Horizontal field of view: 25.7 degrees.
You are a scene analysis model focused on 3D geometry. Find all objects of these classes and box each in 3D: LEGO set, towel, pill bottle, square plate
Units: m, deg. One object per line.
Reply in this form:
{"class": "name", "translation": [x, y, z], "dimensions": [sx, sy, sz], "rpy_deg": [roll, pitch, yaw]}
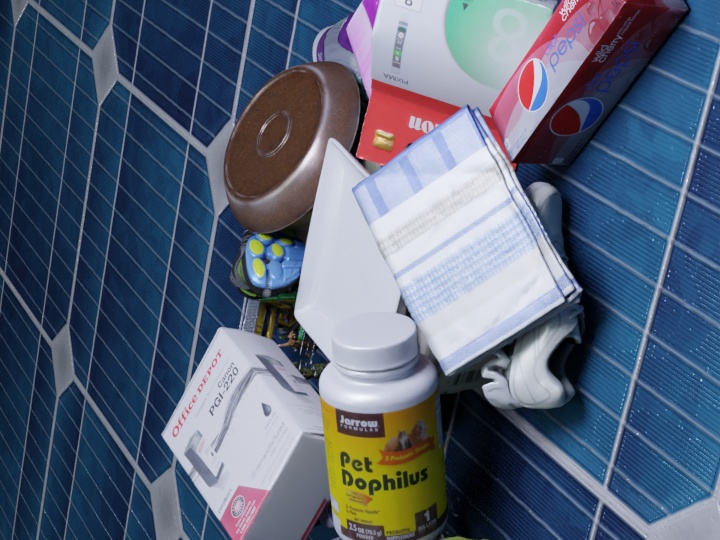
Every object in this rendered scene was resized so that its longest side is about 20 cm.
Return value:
{"class": "LEGO set", "translation": [-0.063, 0.112, 1.771], "dimensions": [0.153, 0.115, 0.203], "rpy_deg": [-14, 64, 40]}
{"class": "towel", "translation": [0.090, -0.025, 1.379], "dimensions": [0.146, 0.024, 0.202], "rpy_deg": [-34, 72, 20]}
{"class": "pill bottle", "translation": [0.020, 0.145, 1.426], "dimensions": [0.109, 0.108, 0.202], "rpy_deg": [32, 133, 57]}
{"class": "square plate", "translation": [0.000, 0.000, 1.528], "dimensions": [0.200, 0.028, 0.200], "rpy_deg": [46, 130, 53]}

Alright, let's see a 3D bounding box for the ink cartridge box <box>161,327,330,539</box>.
{"class": "ink cartridge box", "translation": [-0.107, 0.175, 1.634], "dimensions": [0.147, 0.084, 0.200], "rpy_deg": [-60, 40, 14]}

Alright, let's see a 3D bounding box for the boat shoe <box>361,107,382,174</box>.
{"class": "boat shoe", "translation": [0.037, -0.075, 1.617], "dimensions": [0.074, 0.062, 0.204], "rpy_deg": [116, 149, -70]}

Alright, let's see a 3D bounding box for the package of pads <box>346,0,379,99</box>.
{"class": "package of pads", "translation": [0.062, -0.256, 1.559], "dimensions": [0.200, 0.075, 0.122], "rpy_deg": [-54, 47, 46]}

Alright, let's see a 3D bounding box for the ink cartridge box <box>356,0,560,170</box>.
{"class": "ink cartridge box", "translation": [0.082, -0.172, 1.455], "dimensions": [0.159, 0.050, 0.202], "rpy_deg": [19, 109, 13]}

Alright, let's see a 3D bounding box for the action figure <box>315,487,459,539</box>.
{"class": "action figure", "translation": [0.025, 0.241, 1.575], "dimensions": [0.199, 0.069, 0.132], "rpy_deg": [-20, 89, 43]}

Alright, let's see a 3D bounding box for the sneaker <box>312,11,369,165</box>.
{"class": "sneaker", "translation": [-0.005, -0.185, 1.684], "dimensions": [0.087, 0.074, 0.202], "rpy_deg": [-35, 58, 49]}

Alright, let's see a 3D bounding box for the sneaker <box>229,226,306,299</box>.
{"class": "sneaker", "translation": [-0.099, -0.002, 1.695], "dimensions": [0.200, 0.070, 0.084], "rpy_deg": [-117, 44, -75]}

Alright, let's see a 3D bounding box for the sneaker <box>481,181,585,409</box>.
{"class": "sneaker", "translation": [0.163, 0.024, 1.389], "dimensions": [0.080, 0.075, 0.203], "rpy_deg": [5, 88, 36]}

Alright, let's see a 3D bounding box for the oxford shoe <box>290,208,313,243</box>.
{"class": "oxford shoe", "translation": [-0.044, -0.057, 1.771], "dimensions": [0.199, 0.070, 0.075], "rpy_deg": [5, 115, 64]}

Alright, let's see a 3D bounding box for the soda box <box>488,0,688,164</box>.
{"class": "soda box", "translation": [0.187, -0.176, 1.335], "dimensions": [0.201, 0.069, 0.064], "rpy_deg": [-56, 43, 44]}

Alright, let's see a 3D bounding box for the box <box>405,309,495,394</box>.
{"class": "box", "translation": [0.081, 0.011, 1.500], "dimensions": [0.069, 0.081, 0.202], "rpy_deg": [106, 150, -59]}

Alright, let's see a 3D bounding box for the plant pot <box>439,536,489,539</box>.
{"class": "plant pot", "translation": [0.100, 0.344, 1.391], "dimensions": [0.191, 0.198, 0.201], "rpy_deg": [-103, 30, -48]}

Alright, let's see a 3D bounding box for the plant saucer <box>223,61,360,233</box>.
{"class": "plant saucer", "translation": [-0.081, -0.137, 1.666], "dimensions": [0.199, 0.034, 0.202], "rpy_deg": [-27, 48, 35]}
